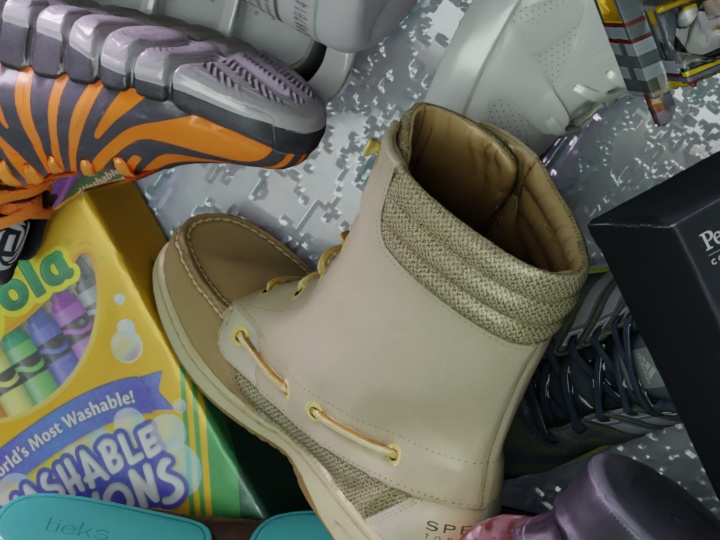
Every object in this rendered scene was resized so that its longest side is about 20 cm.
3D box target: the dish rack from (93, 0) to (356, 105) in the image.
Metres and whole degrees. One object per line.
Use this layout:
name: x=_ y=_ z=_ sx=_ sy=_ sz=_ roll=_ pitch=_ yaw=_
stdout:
dish rack: x=-0.059 y=-0.171 z=0.945 sx=0.172 sy=0.044 sz=0.200 roll=18 pitch=104 yaw=16

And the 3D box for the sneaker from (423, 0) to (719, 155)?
sneaker: x=0.103 y=-0.081 z=0.889 sx=0.116 sy=0.074 sz=0.200 roll=34 pitch=106 yaw=14

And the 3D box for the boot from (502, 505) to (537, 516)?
boot: x=0.074 y=0.195 z=0.932 sx=0.097 sy=0.075 sz=0.200 roll=10 pitch=94 yaw=5

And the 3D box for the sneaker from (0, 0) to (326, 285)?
sneaker: x=-0.107 y=-0.043 z=0.921 sx=0.200 sy=0.078 sz=0.112 roll=18 pitch=104 yaw=28

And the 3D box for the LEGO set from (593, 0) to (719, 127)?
LEGO set: x=0.150 y=-0.115 z=0.764 sx=0.200 sy=0.154 sz=0.116 roll=-24 pitch=100 yaw=-15

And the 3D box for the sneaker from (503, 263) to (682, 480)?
sneaker: x=0.102 y=0.028 z=0.903 sx=0.200 sy=0.081 sz=0.074 roll=-25 pitch=90 yaw=21

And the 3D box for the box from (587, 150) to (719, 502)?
box: x=0.198 y=0.000 z=0.810 sx=0.200 sy=0.079 sz=0.141 roll=-29 pitch=96 yaw=-13

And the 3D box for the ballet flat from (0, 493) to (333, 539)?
ballet flat: x=-0.047 y=0.130 z=0.932 sx=0.200 sy=0.068 sz=0.072 roll=3 pitch=127 yaw=13

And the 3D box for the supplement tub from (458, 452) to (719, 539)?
supplement tub: x=0.046 y=0.157 z=0.829 sx=0.107 sy=0.107 sz=0.200 roll=39 pitch=108 yaw=9

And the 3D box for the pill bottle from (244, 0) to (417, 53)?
pill bottle: x=-0.060 y=-0.165 z=0.814 sx=0.200 sy=0.113 sz=0.113 roll=29 pitch=106 yaw=10

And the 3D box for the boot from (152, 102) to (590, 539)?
boot: x=0.000 y=0.000 z=0.888 sx=0.200 sy=0.073 sz=0.156 roll=50 pitch=136 yaw=40

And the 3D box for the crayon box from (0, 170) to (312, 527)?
crayon box: x=-0.118 y=0.052 z=0.996 sx=0.126 sy=0.052 sz=0.200 roll=-30 pitch=88 yaw=20
